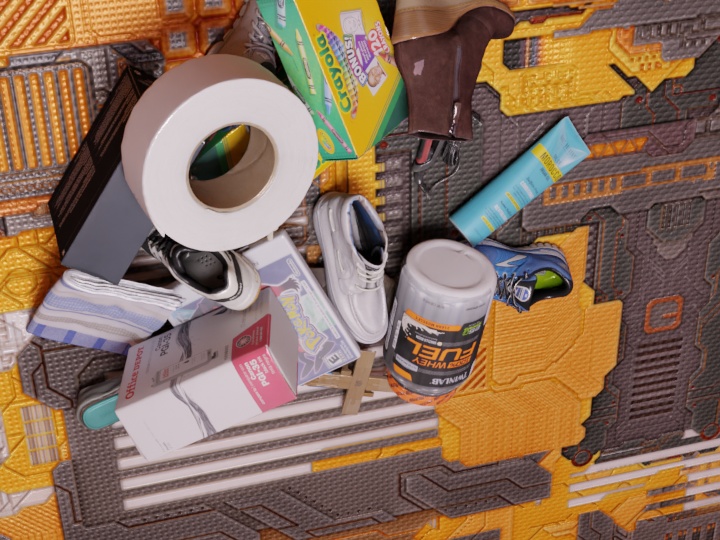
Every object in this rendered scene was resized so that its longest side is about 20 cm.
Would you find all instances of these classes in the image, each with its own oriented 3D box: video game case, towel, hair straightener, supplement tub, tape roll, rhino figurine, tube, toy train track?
[{"bbox_3d":[-0.124,0.067,1.595,0.182,0.023,0.200,-26,118,11],"label":"video game case"},{"bbox_3d":[-0.309,0.055,1.555,0.147,0.024,0.200,14,153,-23],"label":"towel"},{"bbox_3d":[0.117,-0.177,1.615,0.077,0.041,0.200,3,119,-20],"label":"hair straightener"},{"bbox_3d":[0.097,0.070,1.662,0.122,0.123,0.200,-3,130,-17],"label":"supplement tub"},{"bbox_3d":[-0.148,-0.123,1.374,0.202,0.071,0.203,-17,128,-23],"label":"tape roll"},{"bbox_3d":[-0.007,0.037,1.693,0.200,0.060,0.088,1,110,-23],"label":"rhino figurine"},{"bbox_3d":[0.206,-0.112,1.686,0.200,0.050,0.077,-40,137,2],"label":"tube"},{"bbox_3d":[-0.045,0.140,1.764,0.199,0.033,0.115,6,125,-15],"label":"toy train track"}]

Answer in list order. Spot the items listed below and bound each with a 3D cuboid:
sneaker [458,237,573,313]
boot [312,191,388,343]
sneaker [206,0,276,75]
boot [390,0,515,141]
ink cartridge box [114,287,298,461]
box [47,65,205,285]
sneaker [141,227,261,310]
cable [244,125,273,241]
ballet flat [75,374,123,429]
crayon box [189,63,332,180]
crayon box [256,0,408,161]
[{"bbox_3d":[0.192,0.007,1.724,0.199,0.089,0.079,-2,121,-15],"label":"sneaker"},{"bbox_3d":[0.000,0.000,1.608,0.073,0.096,0.200,-24,102,-22],"label":"boot"},{"bbox_3d":[-0.100,-0.261,1.445,0.075,0.116,0.200,23,111,-29],"label":"sneaker"},{"bbox_3d":[0.113,-0.229,1.497,0.200,0.072,0.167,-3,86,-44],"label":"boot"},{"bbox_3d":[-0.178,0.121,1.526,0.200,0.147,0.083,-23,116,10],"label":"ink cartridge box"},{"bbox_3d":[-0.268,-0.108,1.467,0.079,0.141,0.200,24,111,-29],"label":"box"},{"bbox_3d":[-0.205,-0.030,1.511,0.076,0.200,0.088,-59,161,3],"label":"sneaker"},{"bbox_3d":[-0.105,-0.114,1.469,0.097,0.050,0.200,4,132,-17],"label":"cable"},{"bbox_3d":[-0.270,0.144,1.666,0.200,0.064,0.068,-19,122,-2],"label":"ballet flat"},{"bbox_3d":[-0.097,-0.157,1.535,0.200,0.058,0.119,-39,125,7],"label":"crayon box"},{"bbox_3d":[-0.024,-0.236,1.435,0.119,0.058,0.200,-43,120,-37],"label":"crayon box"}]
